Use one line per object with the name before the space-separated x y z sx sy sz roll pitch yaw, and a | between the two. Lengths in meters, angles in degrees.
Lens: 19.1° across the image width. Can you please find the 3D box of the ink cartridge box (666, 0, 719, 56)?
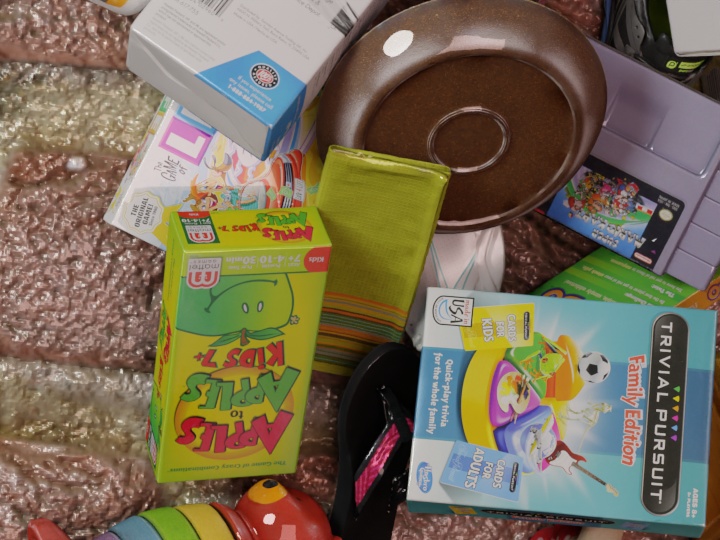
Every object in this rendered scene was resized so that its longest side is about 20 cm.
ink cartridge box | 0.296 -0.243 1.510 0.200 0.084 0.145 -24 108 -44

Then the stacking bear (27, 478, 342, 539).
stacking bear | -0.113 0.207 1.493 0.200 0.121 0.114 -18 110 -22

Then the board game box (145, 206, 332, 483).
board game box | -0.085 0.053 1.460 0.102 0.048 0.200 -3 127 -17

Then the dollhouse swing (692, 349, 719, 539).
dollhouse swing | 0.249 0.185 1.550 0.176 0.200 0.182 -27 106 -11

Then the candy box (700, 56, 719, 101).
candy box | 0.336 -0.139 1.523 0.115 0.200 0.055 -15 103 -14

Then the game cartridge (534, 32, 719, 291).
game cartridge | 0.182 -0.083 1.513 0.200 0.038 0.130 28 100 10

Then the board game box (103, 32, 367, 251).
board game box | -0.074 -0.094 1.490 0.134 0.034 0.200 26 91 -19

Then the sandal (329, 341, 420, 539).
sandal | 0.018 0.145 1.529 0.075 0.045 0.200 -7 116 -38

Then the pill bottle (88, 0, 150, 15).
pill bottle | -0.212 -0.254 1.378 0.200 0.116 0.116 24 91 -20

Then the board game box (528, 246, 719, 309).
board game box | 0.207 0.009 1.563 0.200 0.096 0.030 -30 129 -11

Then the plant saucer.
plant saucer | 0.070 -0.095 1.434 0.200 0.032 0.200 -5 132 -5

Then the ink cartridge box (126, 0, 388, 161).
ink cartridge box | -0.049 -0.187 1.414 0.116 0.068 0.200 35 71 4

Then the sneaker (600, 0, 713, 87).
sneaker | 0.210 -0.143 1.545 0.071 0.083 0.200 1 100 -22

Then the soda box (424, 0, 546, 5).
soda box | 0.073 -0.163 1.506 0.063 0.070 0.200 27 90 -17

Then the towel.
towel | 0.000 0.000 1.474 0.086 0.018 0.200 9 132 -7

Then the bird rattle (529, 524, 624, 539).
bird rattle | 0.161 0.159 1.549 0.113 0.163 0.200 18 84 -1

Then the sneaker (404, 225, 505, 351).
sneaker | 0.068 0.048 1.547 0.080 0.070 0.200 -8 95 -9

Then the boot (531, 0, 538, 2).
boot | 0.074 -0.251 1.449 0.068 0.131 0.200 27 89 -60

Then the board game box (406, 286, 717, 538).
board game box | 0.138 0.096 1.459 0.200 0.047 0.151 4 74 5
